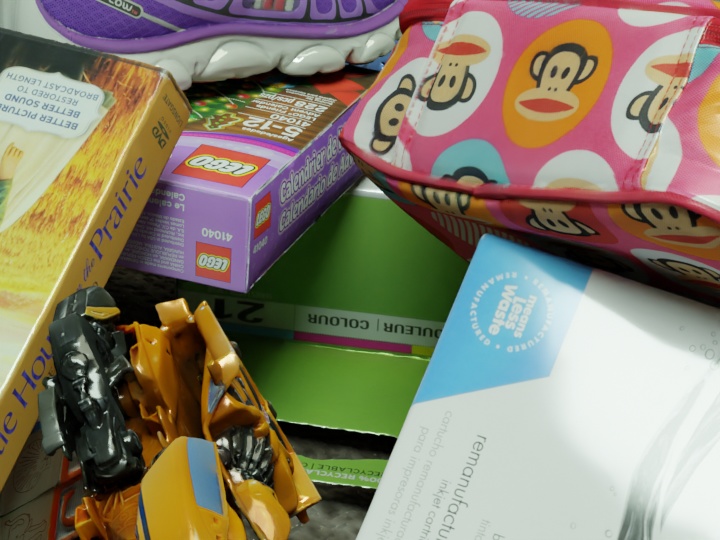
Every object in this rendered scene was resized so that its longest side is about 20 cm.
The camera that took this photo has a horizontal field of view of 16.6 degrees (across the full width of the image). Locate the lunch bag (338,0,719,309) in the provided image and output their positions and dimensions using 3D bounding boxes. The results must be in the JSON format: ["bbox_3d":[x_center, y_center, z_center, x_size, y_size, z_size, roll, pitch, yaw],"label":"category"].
[{"bbox_3d":[0.108,-0.018,0.810,0.200,0.082,0.176,13,-17,49],"label":"lunch bag"}]

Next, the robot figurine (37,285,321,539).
[{"bbox_3d":[-0.042,0.090,0.724,0.058,0.145,0.200,-23,39,6],"label":"robot figurine"}]

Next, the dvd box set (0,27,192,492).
[{"bbox_3d":[-0.160,0.008,0.792,0.146,0.029,0.200,16,67,24],"label":"dvd box set"}]

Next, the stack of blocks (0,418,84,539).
[{"bbox_3d":[-0.164,0.023,0.872,0.200,0.059,0.115,26,31,26],"label":"stack of blocks"}]

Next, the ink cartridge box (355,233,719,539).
[{"bbox_3d":[0.113,0.078,0.760,0.199,0.116,0.068,18,-13,18],"label":"ink cartridge box"}]

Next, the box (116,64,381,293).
[{"bbox_3d":[-0.105,-0.054,0.908,0.199,0.039,0.137,12,27,17],"label":"box"}]

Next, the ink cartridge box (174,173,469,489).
[{"bbox_3d":[0.000,0.000,0.944,0.147,0.076,0.200,7,28,6],"label":"ink cartridge box"}]

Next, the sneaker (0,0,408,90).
[{"bbox_3d":[-0.046,-0.115,0.897,0.080,0.084,0.200,21,24,35],"label":"sneaker"}]

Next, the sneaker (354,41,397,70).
[{"bbox_3d":[-0.014,-0.090,1.140,0.077,0.076,0.200,-18,30,-34],"label":"sneaker"}]

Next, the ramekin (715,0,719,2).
[{"bbox_3d":[0.118,-0.125,1.160,0.202,0.094,0.202,29,10,-6],"label":"ramekin"}]
